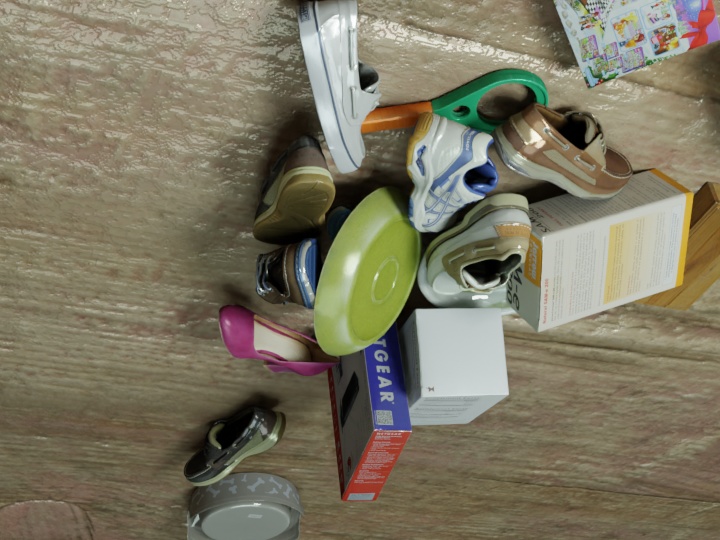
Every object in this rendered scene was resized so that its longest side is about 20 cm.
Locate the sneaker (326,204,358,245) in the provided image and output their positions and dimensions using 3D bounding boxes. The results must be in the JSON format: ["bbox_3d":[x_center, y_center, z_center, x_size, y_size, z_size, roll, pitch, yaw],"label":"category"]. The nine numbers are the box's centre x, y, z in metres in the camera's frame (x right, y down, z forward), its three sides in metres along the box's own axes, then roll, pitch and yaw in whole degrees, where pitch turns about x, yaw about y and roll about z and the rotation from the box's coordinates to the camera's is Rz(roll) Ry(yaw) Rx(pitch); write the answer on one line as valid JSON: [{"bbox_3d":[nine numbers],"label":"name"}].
[{"bbox_3d":[0.000,0.000,1.312,0.078,0.090,0.200,-2,142,-7],"label":"sneaker"}]

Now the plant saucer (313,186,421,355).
[{"bbox_3d":[0.017,0.006,1.252,0.031,0.200,0.200,21,152,25],"label":"plant saucer"}]

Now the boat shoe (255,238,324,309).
[{"bbox_3d":[-0.079,0.010,1.244,0.072,0.072,0.200,2,168,1],"label":"boat shoe"}]

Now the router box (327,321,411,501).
[{"bbox_3d":[0.008,0.163,1.441,0.049,0.200,0.180,4,141,-14],"label":"router box"}]

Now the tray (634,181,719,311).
[{"bbox_3d":[0.417,-0.024,1.399,0.098,0.037,0.200,9,139,-21],"label":"tray"}]

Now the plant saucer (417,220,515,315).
[{"bbox_3d":[0.164,-0.019,1.349,0.200,0.050,0.200,-4,144,-3],"label":"plant saucer"}]

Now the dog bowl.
[{"bbox_3d":[-0.186,0.392,1.826,0.200,0.059,0.200,-5,143,-4],"label":"dog bowl"}]

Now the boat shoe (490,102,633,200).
[{"bbox_3d":[0.227,-0.127,1.187,0.200,0.076,0.072,7,136,-42],"label":"boat shoe"}]

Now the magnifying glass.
[{"bbox_3d":[0.095,-0.167,1.169,0.199,0.022,0.080,-9,144,-1],"label":"magnifying glass"}]

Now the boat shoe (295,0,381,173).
[{"bbox_3d":[-0.011,-0.174,1.092,0.065,0.074,0.200,-11,142,4],"label":"boat shoe"}]

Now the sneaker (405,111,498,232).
[{"bbox_3d":[0.099,-0.087,1.189,0.088,0.075,0.200,16,160,13],"label":"sneaker"}]

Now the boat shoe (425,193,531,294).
[{"bbox_3d":[0.124,-0.010,1.234,0.075,0.069,0.200,3,156,-17],"label":"boat shoe"}]

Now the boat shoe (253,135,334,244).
[{"bbox_3d":[-0.069,-0.081,1.204,0.073,0.065,0.200,6,161,-17],"label":"boat shoe"}]

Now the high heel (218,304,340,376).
[{"bbox_3d":[-0.102,0.088,1.421,0.096,0.068,0.200,-8,150,20],"label":"high heel"}]

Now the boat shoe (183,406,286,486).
[{"bbox_3d":[-0.194,0.247,1.632,0.200,0.073,0.065,-36,124,28],"label":"boat shoe"}]

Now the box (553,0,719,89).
[{"bbox_3d":[0.247,-0.267,1.044,0.137,0.039,0.200,-19,142,16],"label":"box"}]

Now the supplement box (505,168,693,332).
[{"bbox_3d":[0.266,-0.025,1.267,0.200,0.074,0.126,-16,125,-20],"label":"supplement box"}]

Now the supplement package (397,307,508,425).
[{"bbox_3d":[0.106,0.125,1.428,0.109,0.114,0.200,0,164,-9],"label":"supplement package"}]
